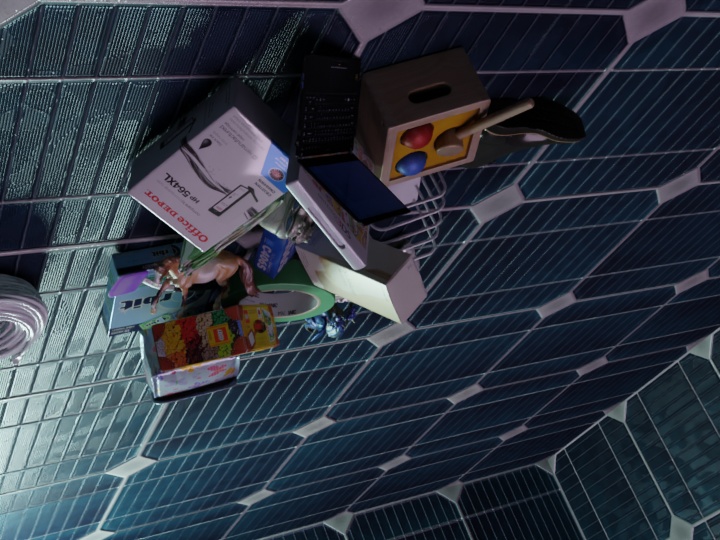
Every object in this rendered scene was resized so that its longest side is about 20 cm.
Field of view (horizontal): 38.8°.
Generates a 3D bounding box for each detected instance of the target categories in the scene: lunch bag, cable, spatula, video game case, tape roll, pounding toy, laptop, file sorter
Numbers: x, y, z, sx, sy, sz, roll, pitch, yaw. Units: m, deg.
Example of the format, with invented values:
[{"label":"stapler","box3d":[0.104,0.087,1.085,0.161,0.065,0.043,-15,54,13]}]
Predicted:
[{"label":"lunch bag","box3d":[-0.315,0.170,1.896,0.169,0.127,0.200,-13,160,-17]},{"label":"cable","box3d":[-0.575,0.077,1.545,0.200,0.069,0.200,-38,151,27]},{"label":"spatula","box3d":[-0.310,0.024,1.618,0.200,0.021,0.057,4,138,-46]},{"label":"video game case","box3d":[-0.036,-0.131,1.379,0.023,0.200,0.182,-17,135,23]},{"label":"tape roll","box3d":[-0.145,0.038,1.794,0.200,0.048,0.200,-3,159,-1]},{"label":"pounding toy","box3d":[0.115,-0.215,1.467,0.200,0.142,0.184,-17,155,-12]},{"label":"laptop","box3d":[-0.002,-0.171,1.315,0.103,0.200,0.177,10,-168,20]},{"label":"file sorter","box3d":[0.055,-0.107,1.657,0.139,0.125,0.200,-19,155,-11]}]

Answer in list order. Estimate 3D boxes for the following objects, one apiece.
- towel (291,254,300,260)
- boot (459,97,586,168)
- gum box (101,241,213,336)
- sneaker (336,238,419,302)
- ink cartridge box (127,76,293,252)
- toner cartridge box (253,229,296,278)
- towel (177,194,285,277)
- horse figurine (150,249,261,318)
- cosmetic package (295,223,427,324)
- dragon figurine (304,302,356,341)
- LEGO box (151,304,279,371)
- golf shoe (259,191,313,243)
[{"label":"towel","box3d":[-0.056,-0.003,1.815,0.200,0.035,0.133,-11,160,15]},{"label":"boot","box3d":[0.256,-0.216,1.687,0.200,0.078,0.138,6,149,-25]},{"label":"gum box","box3d":[-0.331,0.029,1.687,0.170,0.045,0.200,-12,152,-25]},{"label":"sneaker","box3d":[0.010,-0.005,1.902,0.200,0.075,0.081,-23,142,-6]},{"label":"ink cartridge box","box3d":[-0.189,-0.137,1.367,0.200,0.084,0.146,-35,124,23]},{"label":"toner cartridge box","box3d":[-0.112,-0.078,1.610,0.095,0.043,0.200,-55,174,-33]},{"label":"towel","box3d":[-0.184,-0.090,1.475,0.200,0.153,0.023,-35,122,24]},{"label":"horse figurine","box3d":[-0.247,0.013,1.607,0.200,0.050,0.133,-10,136,-34]},{"label":"cosmetic package","box3d":[0.000,0.000,1.639,0.071,0.200,0.105,-48,138,-23]},{"label":"dragon figurine","box3d":[-0.071,0.104,1.999,0.059,0.100,0.200,-7,151,-31]},{"label":"LEGO box","box3d":[-0.235,0.108,1.690,0.149,0.077,0.200,-13,176,9]},{"label":"golf shoe","box3d":[-0.087,-0.141,1.479,0.200,0.097,0.078,-63,158,-17]}]
